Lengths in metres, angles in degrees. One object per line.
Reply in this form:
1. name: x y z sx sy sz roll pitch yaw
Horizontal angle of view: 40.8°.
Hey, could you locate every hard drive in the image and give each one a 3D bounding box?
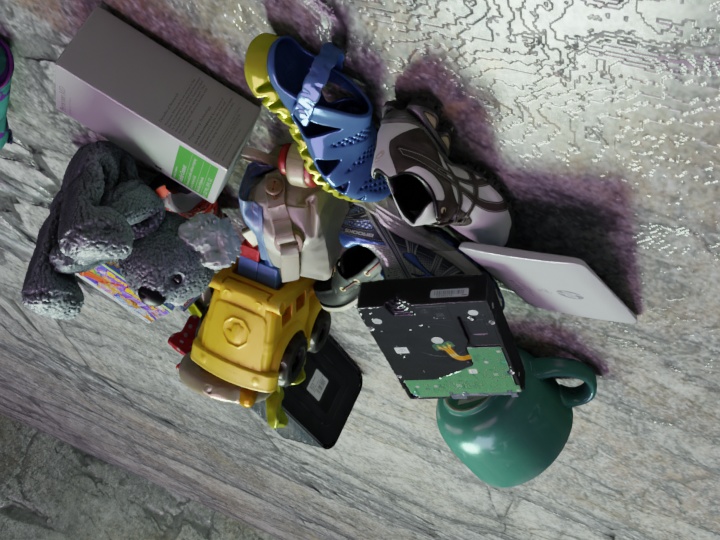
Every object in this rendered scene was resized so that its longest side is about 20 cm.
1. hard drive: 0.090 0.074 1.022 0.137 0.038 0.201 -4 144 21

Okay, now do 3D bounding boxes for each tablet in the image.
1. tablet: 0.191 0.015 0.964 0.128 0.014 0.199 10 168 33

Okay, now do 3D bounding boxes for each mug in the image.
1. mug: 0.177 0.156 1.181 0.114 0.185 0.152 45 174 -29

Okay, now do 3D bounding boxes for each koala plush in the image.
1. koala plush: -0.244 -0.032 1.078 0.198 0.187 0.177 24 138 -27

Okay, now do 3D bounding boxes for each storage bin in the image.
1. storage bin: -0.097 0.163 1.459 0.092 0.137 0.201 4 146 40

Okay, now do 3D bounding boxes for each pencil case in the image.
1. pencil case: -0.470 -0.209 1.190 0.083 0.094 0.200 -8 166 -24

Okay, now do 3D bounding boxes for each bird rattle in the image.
1. bird rattle: -0.172 0.125 1.273 0.197 0.115 0.163 25 -167 10

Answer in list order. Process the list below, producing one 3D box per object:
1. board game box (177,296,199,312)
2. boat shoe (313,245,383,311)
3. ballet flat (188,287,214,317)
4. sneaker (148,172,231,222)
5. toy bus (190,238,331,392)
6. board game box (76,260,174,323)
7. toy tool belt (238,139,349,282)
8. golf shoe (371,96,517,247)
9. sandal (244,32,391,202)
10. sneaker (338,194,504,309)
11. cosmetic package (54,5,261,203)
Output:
1. board game box: -0.292 -0.043 1.284 0.199 0.062 0.201 35 166 46
2. boat shoe: 0.001 -0.002 1.129 0.063 0.074 0.200 44 149 -18
3. ballet flat: -0.216 0.047 1.396 0.200 0.066 0.068 45 145 30
4. sneaker: -0.190 -0.081 1.174 0.108 0.068 0.200 43 157 -20
5. toy bus: -0.112 0.021 1.214 0.133 0.200 0.195 19 118 15
6. board game box: -0.397 0.004 1.576 0.199 0.045 0.134 37 154 -17
7. toy tool belt: -0.088 -0.073 1.025 0.120 0.127 0.201 11 151 14
8. golf shoe: 0.073 -0.066 0.906 0.077 0.096 0.200 -4 142 47
9. sandal: -0.021 -0.137 0.892 0.086 0.081 0.200 -3 143 41
10. sneaker: 0.062 -0.007 1.015 0.199 0.086 0.077 37 -169 -5
11. cosmetic package: -0.213 -0.170 1.012 0.198 0.086 0.108 30 158 -6
